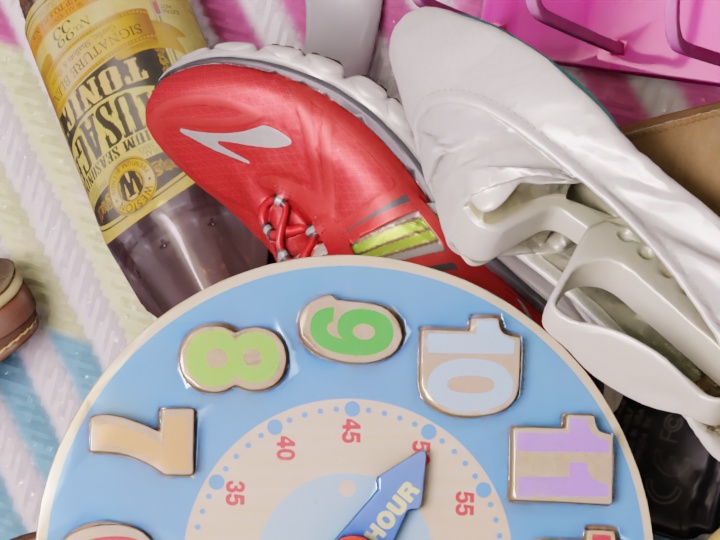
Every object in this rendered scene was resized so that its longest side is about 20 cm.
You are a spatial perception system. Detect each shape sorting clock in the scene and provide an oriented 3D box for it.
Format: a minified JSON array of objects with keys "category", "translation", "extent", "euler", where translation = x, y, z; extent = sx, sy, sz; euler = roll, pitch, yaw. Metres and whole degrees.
[{"category":"shape sorting clock","translation":[-0.004,0.094,0.929],"extent":[0.200,0.039,0.200],"euler":[1,84,-8]}]

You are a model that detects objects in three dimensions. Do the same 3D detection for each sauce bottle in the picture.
[{"category":"sauce bottle","translation":[-0.068,-0.032,1.068],"extent":[0.066,0.066,0.200],"euler":[-33,64,16]}]

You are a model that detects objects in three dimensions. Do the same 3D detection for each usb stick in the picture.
[{"category":"usb stick","translation":[0.042,0.047,1.059],"extent":[0.200,0.033,0.055],"euler":[16,84,21]}]

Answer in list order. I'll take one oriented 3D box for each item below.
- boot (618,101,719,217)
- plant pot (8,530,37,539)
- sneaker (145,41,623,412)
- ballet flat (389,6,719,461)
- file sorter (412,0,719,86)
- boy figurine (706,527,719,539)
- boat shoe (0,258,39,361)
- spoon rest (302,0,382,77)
[{"category":"boot","translation":[0.159,-0.003,0.970],"extent":[0.175,0.066,0.200],"euler":[45,146,-15]},{"category":"plant pot","translation":[-0.108,0.191,1.049],"extent":[0.093,0.201,0.201],"euler":[-8,83,57]},{"category":"sneaker","translation":[0.000,0.000,0.991],"extent":[0.200,0.085,0.077],"euler":[39,143,7]},{"category":"ballet flat","translation":[0.069,-0.012,0.928],"extent":[0.200,0.069,0.069],"euler":[41,101,19]},{"category":"file sorter","translation":[0.128,-0.136,0.987],"extent":[0.200,0.125,0.139],"euler":[9,91,21]},{"category":"boy figurine","translation":[0.156,0.129,0.966],"extent":[0.124,0.064,0.200],"euler":[24,117,19]},{"category":"boat shoe","translation":[-0.204,0.068,1.137],"extent":[0.200,0.072,0.068],"euler":[-35,109,7]},{"category":"spoon rest","translation":[-0.014,-0.151,1.086],"extent":[0.099,0.061,0.200],"euler":[-2,73,19]}]
